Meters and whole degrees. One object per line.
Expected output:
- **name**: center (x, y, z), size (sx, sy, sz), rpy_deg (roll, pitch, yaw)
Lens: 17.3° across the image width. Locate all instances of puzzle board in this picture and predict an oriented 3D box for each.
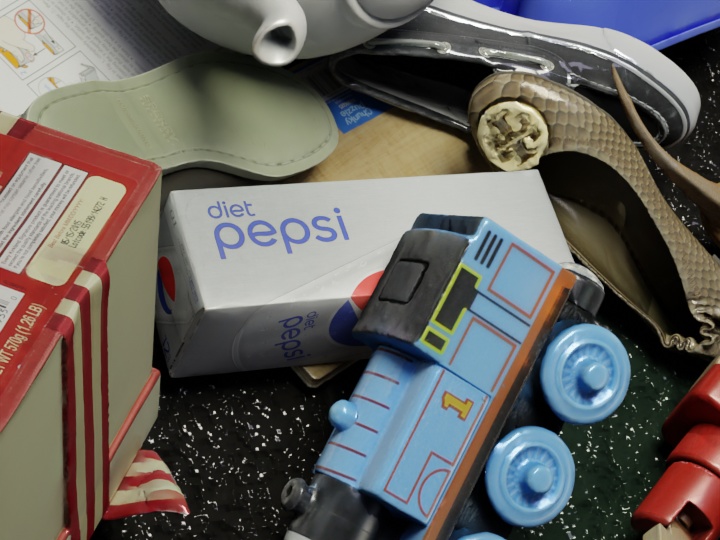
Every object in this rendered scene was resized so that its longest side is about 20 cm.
- **puzzle board**: center (-0.004, -0.039, 1.216), size (0.200, 0.017, 0.151), rpy_deg (-31, 73, -36)

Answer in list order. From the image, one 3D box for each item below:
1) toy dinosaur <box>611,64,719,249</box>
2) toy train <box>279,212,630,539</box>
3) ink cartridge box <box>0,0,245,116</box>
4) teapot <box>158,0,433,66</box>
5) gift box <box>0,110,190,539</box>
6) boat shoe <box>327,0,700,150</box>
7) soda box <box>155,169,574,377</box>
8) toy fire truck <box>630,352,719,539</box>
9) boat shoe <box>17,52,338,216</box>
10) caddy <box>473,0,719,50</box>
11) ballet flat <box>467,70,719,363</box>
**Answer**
- **toy dinosaur**: center (0.195, -0.028, 1.234), size (0.106, 0.061, 0.200), rpy_deg (45, 14, 34)
- **toy train**: center (0.038, 0.074, 1.073), size (0.114, 0.087, 0.201), rpy_deg (32, 80, -22)
- **ink cartridge box**: center (-0.178, -0.143, 1.195), size (0.200, 0.044, 0.173), rpy_deg (44, 53, 9)
- **teapot**: center (-0.004, -0.186, 1.138), size (0.146, 0.201, 0.197), rpy_deg (20, 2, 30)
- **gift box**: center (-0.174, 0.057, 0.964), size (0.199, 0.187, 0.185), rpy_deg (23, 48, 12)
- **boat shoe**: center (0.079, -0.094, 1.233), size (0.199, 0.072, 0.068), rpy_deg (19, 49, -7)
- **soda box**: center (0.000, 0.000, 1.139), size (0.199, 0.064, 0.069), rpy_deg (-4, 59, -25)
- **toy fire truck**: center (0.207, 0.138, 1.130), size (0.176, 0.129, 0.200), rpy_deg (40, 63, 6)
- **boat shoe**: center (-0.095, -0.057, 1.136), size (0.201, 0.061, 0.072), rpy_deg (-10, 65, -47)
- **caddy**: center (0.138, -0.180, 1.319), size (0.199, 0.105, 0.141), rpy_deg (-22, 46, -33)
- **ballet flat**: center (0.127, -0.021, 1.203), size (0.200, 0.067, 0.046), rpy_deg (46, 40, -19)
